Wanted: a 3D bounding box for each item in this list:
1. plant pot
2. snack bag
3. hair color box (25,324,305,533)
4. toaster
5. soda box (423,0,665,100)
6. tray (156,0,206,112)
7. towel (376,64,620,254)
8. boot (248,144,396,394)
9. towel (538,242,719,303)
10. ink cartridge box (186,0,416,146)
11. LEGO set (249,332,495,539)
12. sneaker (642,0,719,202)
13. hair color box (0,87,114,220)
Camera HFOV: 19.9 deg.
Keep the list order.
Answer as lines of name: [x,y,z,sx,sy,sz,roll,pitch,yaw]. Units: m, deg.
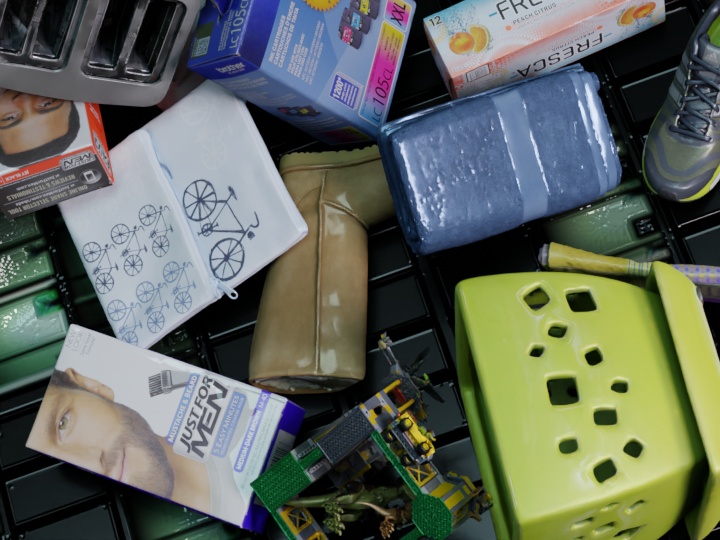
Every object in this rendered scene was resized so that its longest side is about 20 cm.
plant pot: [0.179,0.113,1.538,0.180,0.200,0.200,-12,65,-1]
snack bag: [-0.153,-0.050,1.730,0.199,0.021,0.189,-33,63,14]
hair color box: [-0.157,0.127,1.653,0.199,0.065,0.110,17,82,19]
toaster: [-0.234,-0.238,1.695,0.180,0.200,0.119,8,50,-19]
soda box: [0.157,-0.214,1.749,0.199,0.064,0.069,-23,65,-1]
tray: [-0.132,-0.235,1.834,0.107,0.022,0.200,40,79,22]
towel: [0.113,-0.090,1.660,0.199,0.048,0.112,-19,98,-24]
boot: [0.000,0.000,1.690,0.174,0.066,0.201,-5,65,22]
towel: [0.238,0.004,1.598,0.199,0.144,0.023,6,83,11]
ink cartridge box: [-0.059,-0.205,1.706,0.076,0.199,0.137,-7,63,49]
LEGO set: [0.022,0.157,1.574,0.154,0.200,0.116,47,40,10]
sneaker: [0.282,-0.150,1.689,0.073,0.081,0.201,16,71,17]
hair color box: [-0.283,-0.150,1.784,0.101,0.061,0.201,-19,54,2]
